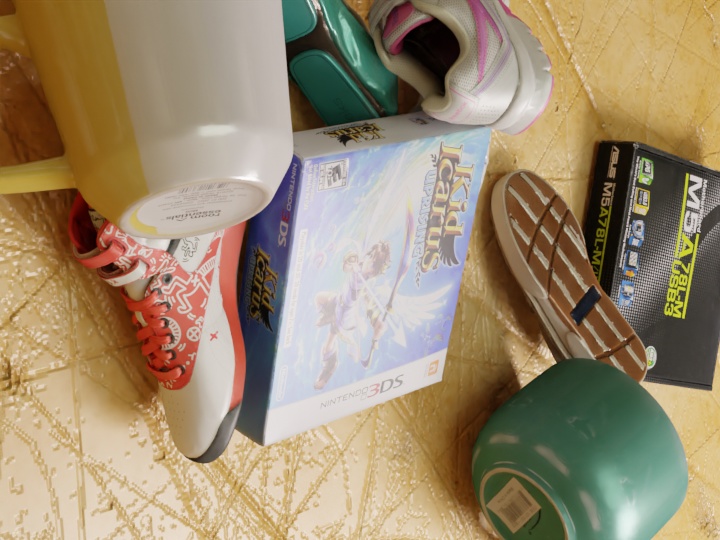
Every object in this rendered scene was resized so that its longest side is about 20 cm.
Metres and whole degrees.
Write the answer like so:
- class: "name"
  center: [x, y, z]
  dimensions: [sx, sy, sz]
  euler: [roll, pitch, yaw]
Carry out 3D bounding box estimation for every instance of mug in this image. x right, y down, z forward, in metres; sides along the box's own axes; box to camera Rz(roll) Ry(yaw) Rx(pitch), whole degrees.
- class: "mug"
  center: [-0.118, -0.096, 0.763]
  dimensions: [0.149, 0.185, 0.155]
  euler: [15, 57, -61]
- class: "mug"
  center: [0.164, 0.176, 1.107]
  dimensions: [0.114, 0.151, 0.187]
  euler: [-32, 117, -37]

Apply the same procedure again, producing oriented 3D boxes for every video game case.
- class: "video game case"
  center: [0.000, 0.000, 0.949]
  dimensions: [0.180, 0.045, 0.202]
  euler: [-16, 124, -45]

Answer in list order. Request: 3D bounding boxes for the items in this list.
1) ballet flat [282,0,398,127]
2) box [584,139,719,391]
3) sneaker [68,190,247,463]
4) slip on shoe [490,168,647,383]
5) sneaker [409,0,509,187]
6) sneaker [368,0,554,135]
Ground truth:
- class: "ballet flat"
  center: [-0.037, -0.165, 0.925]
  dimensions: [0.200, 0.067, 0.071]
  euler: [50, 38, -38]
- class: "box"
  center: [0.265, 0.000, 1.266]
  dimensions: [0.192, 0.047, 0.202]
  euler: [12, 87, -44]
- class: "sneaker"
  center: [-0.124, 0.014, 0.848]
  dimensions: [0.107, 0.067, 0.204]
  euler: [4, 92, -42]
- class: "slip on shoe"
  center: [0.157, 0.014, 1.143]
  dimensions: [0.076, 0.060, 0.201]
  euler: [-42, 103, -32]
- class: "sneaker"
  center: [0.075, -0.121, 1.036]
  dimensions: [0.081, 0.074, 0.202]
  euler: [-2, 102, -65]
- class: "sneaker"
  center: [0.045, -0.178, 0.933]
  dimensions: [0.088, 0.081, 0.201]
  euler: [-9, 60, -44]
